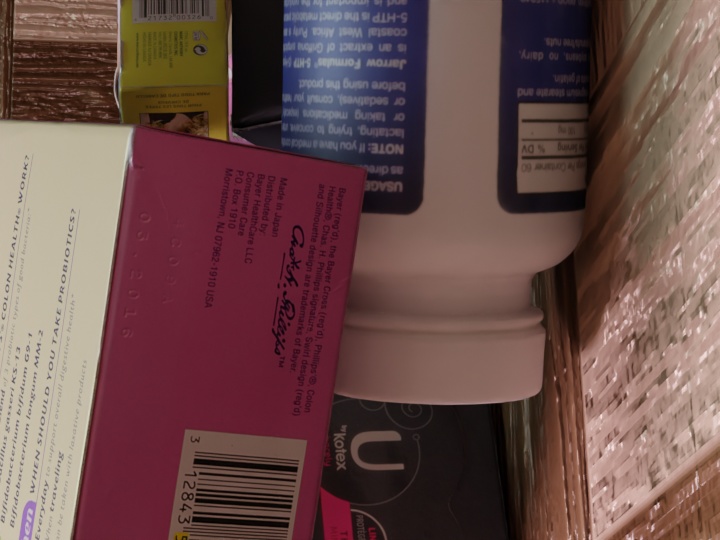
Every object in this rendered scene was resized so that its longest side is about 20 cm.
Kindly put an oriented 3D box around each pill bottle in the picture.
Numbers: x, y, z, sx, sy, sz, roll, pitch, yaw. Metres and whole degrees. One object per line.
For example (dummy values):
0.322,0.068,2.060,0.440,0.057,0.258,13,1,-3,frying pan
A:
0.028,-0.054,0.772,0.120,0.119,0.201,-145,57,-81,pill bottle

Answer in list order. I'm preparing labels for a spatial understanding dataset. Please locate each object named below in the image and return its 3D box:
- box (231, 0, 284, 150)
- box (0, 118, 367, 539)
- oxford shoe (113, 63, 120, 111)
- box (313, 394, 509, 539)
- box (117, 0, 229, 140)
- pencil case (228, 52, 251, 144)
0.001,-0.146,0.937,0.141,0.079,0.201,32,-125,-65,box
-0.099,0.036,0.757,0.200,0.096,0.177,8,90,57,box
-0.085,-0.050,1.084,0.058,0.075,0.201,93,155,-71,oxford shoe
0.002,0.146,0.990,0.200,0.106,0.123,104,163,-57,box
-0.086,-0.054,0.933,0.200,0.050,0.076,94,173,-57,box
-0.027,-0.022,1.021,0.086,0.083,0.201,-33,59,53,pencil case
